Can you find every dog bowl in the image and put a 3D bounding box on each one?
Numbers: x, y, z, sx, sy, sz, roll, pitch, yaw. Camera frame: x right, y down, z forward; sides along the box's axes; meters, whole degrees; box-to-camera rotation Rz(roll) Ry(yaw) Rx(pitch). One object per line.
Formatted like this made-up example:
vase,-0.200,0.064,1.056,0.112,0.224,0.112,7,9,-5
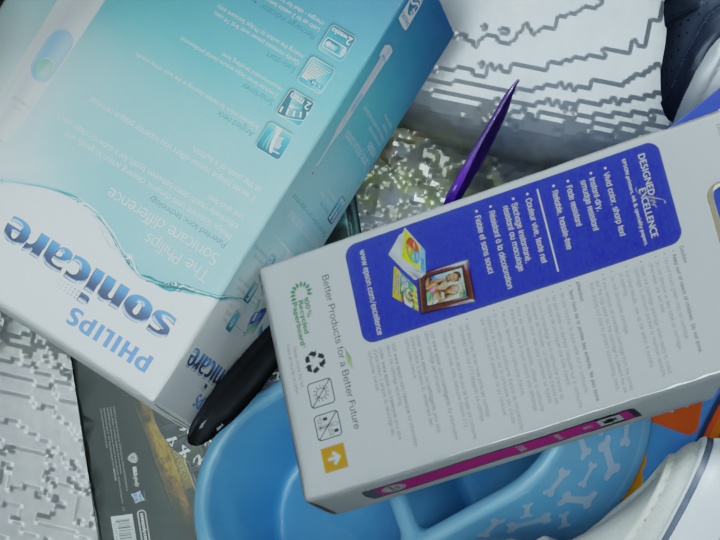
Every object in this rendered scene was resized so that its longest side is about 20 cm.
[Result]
dog bowl,0.017,0.074,0.887,0.199,0.049,0.112,-31,62,21

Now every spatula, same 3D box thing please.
spatula,0.000,0.000,0.904,0.021,0.057,0.200,43,72,11

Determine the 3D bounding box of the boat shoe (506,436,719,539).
boat shoe,0.057,0.130,0.824,0.086,0.075,0.203,36,105,4

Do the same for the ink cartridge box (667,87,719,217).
ink cartridge box,0.199,-0.059,0.843,0.200,0.044,0.094,-39,46,6

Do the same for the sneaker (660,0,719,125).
sneaker,0.127,-0.162,0.899,0.108,0.070,0.202,18,92,3

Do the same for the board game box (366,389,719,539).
board game box,0.109,0.089,0.884,0.199,0.045,0.153,17,85,32

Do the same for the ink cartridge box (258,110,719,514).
ink cartridge box,0.064,0.016,0.824,0.198,0.037,0.096,-20,68,18

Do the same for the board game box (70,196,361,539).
board game box,-0.060,0.023,0.966,0.134,0.028,0.202,-8,93,9

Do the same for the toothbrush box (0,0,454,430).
toothbrush box,-0.077,-0.059,0.898,0.146,0.085,0.201,29,83,16
